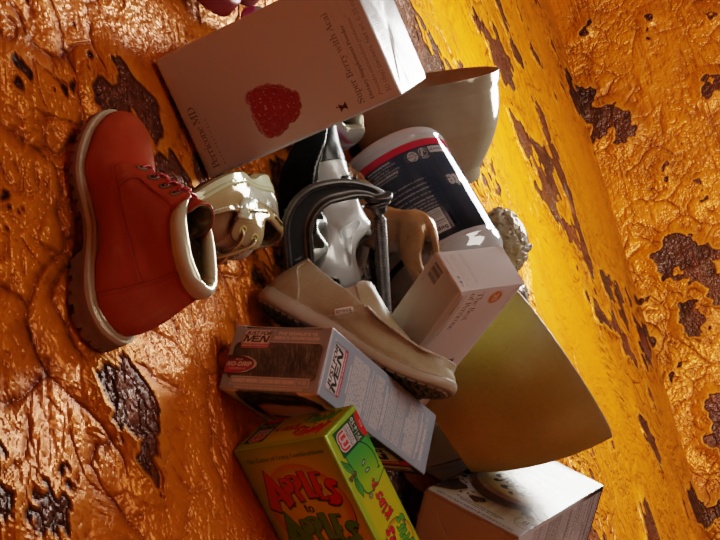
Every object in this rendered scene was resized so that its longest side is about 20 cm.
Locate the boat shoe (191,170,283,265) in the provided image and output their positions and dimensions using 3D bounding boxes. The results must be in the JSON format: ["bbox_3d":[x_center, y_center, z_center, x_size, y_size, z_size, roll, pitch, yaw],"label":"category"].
[{"bbox_3d":[-0.110,-0.041,1.031,0.067,0.074,0.200,63,20,1],"label":"boat shoe"}]

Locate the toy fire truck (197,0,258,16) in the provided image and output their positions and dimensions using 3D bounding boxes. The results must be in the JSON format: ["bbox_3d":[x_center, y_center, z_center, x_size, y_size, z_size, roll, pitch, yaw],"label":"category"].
[{"bbox_3d":[-0.145,-0.362,1.239,0.168,0.112,0.200,47,22,-5],"label":"toy fire truck"}]

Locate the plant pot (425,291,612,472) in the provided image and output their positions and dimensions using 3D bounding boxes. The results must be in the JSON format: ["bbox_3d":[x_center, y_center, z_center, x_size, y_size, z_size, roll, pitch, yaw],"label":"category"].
[{"bbox_3d":[0.145,0.128,1.259,0.201,0.142,0.200,56,1,-1],"label":"plant pot"}]

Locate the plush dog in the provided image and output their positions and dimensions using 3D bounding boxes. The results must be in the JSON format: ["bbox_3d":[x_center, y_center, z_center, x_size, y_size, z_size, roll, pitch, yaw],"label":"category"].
[{"bbox_3d":[0.108,-0.009,1.520,0.172,0.160,0.201,40,34,-18],"label":"plush dog"}]

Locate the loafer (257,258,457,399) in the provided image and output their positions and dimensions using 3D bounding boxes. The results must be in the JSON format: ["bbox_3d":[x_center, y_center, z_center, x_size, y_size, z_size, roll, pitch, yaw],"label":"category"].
[{"bbox_3d":[0.004,0.048,1.084,0.069,0.199,0.076,-59,167,-14],"label":"loafer"}]

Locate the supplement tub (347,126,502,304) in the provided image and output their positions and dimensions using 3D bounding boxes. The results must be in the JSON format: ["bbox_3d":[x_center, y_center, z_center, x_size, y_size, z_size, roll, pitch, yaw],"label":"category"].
[{"bbox_3d":[0.073,-0.046,1.369,0.201,0.140,0.140,61,17,17],"label":"supplement tub"}]

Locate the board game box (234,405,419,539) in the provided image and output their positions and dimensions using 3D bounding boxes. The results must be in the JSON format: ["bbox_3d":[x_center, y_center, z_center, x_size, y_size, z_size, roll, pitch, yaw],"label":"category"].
[{"bbox_3d":[-0.012,0.212,0.983,0.048,0.101,0.201,-41,110,-48],"label":"board game box"}]

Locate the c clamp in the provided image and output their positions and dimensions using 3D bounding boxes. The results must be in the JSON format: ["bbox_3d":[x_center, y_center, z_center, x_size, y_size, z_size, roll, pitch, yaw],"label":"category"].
[{"bbox_3d":[0.000,0.000,1.174,0.027,0.170,0.201,30,-46,56],"label":"c clamp"}]

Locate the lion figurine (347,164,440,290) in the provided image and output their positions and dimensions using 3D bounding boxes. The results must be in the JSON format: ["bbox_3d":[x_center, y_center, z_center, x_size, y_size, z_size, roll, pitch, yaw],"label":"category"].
[{"bbox_3d":[0.027,-0.041,1.277,0.072,0.199,0.123,-11,113,-57],"label":"lion figurine"}]

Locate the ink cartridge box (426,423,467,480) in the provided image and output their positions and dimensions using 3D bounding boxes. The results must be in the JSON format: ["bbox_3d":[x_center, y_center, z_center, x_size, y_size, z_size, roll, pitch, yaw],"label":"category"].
[{"bbox_3d":[0.134,0.182,1.437,0.200,0.084,0.147,42,34,-56],"label":"ink cartridge box"}]

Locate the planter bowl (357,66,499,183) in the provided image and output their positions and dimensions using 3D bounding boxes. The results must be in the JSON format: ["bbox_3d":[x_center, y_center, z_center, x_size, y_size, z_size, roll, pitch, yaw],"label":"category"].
[{"bbox_3d":[0.083,-0.172,1.525,0.200,0.199,0.136,-48,131,-68],"label":"planter bowl"}]

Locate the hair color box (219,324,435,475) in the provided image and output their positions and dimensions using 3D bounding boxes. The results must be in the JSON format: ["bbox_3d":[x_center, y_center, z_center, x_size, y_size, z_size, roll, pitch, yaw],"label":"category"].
[{"bbox_3d":[-0.023,0.114,1.050,0.200,0.098,0.061,44,53,-50],"label":"hair color box"}]

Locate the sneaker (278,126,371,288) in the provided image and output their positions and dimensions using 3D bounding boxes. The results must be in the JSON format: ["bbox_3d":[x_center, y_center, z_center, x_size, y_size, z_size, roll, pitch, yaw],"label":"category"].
[{"bbox_3d":[-0.031,-0.065,1.238,0.088,0.074,0.201,23,53,-32],"label":"sneaker"}]

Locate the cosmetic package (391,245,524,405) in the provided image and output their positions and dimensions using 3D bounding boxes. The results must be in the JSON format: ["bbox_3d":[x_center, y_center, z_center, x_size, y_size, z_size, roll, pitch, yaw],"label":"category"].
[{"bbox_3d":[0.066,0.061,1.149,0.082,0.200,0.051,-9,55,-38],"label":"cosmetic package"}]

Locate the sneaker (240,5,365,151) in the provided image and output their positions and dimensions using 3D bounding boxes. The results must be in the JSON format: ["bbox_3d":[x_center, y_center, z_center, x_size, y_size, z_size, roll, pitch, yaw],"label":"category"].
[{"bbox_3d":[-0.060,-0.202,1.296,0.200,0.088,0.082,56,18,-34],"label":"sneaker"}]

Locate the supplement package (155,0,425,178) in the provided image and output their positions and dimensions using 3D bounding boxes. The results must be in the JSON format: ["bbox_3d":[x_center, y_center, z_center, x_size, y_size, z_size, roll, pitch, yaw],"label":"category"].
[{"bbox_3d":[-0.061,-0.184,1.115,0.122,0.199,0.120,65,19,-9],"label":"supplement package"}]

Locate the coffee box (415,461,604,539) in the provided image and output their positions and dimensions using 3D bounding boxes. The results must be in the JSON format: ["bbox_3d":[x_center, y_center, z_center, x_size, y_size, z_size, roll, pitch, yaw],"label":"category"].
[{"bbox_3d":[0.157,0.259,1.273,0.200,0.113,0.080,-11,119,-55],"label":"coffee box"}]

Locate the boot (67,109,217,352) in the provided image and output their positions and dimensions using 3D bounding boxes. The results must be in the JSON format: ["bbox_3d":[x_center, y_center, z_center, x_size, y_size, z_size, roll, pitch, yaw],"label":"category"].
[{"bbox_3d":[-0.151,-0.046,0.884,0.075,0.107,0.201,40,33,-51],"label":"boot"}]
